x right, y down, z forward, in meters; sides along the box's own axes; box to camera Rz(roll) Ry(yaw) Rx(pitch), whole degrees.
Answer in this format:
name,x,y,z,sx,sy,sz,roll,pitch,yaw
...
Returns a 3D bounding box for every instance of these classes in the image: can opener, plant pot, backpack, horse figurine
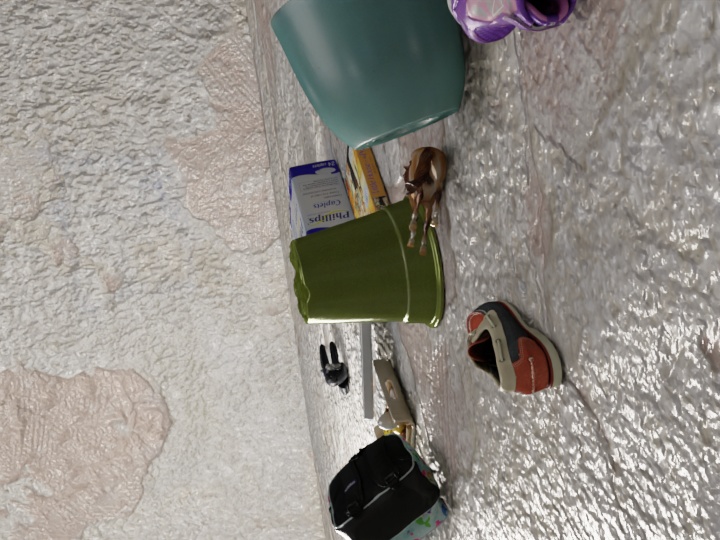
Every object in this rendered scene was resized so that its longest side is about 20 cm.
name,x,y,z,sx,sy,sz,roll,pitch,yaw
can opener,-0.074,0.235,2.213,0.200,0.063,0.079,-120,22,-60
plant pot,0.024,-0.227,0.965,0.201,0.200,0.162,176,73,-79
backpack,0.039,0.363,1.435,0.151,0.177,0.200,51,179,-18
plant pot,0.000,0.000,1.276,0.200,0.189,0.201,171,90,-79
horse figurine,0.078,-0.103,1.114,0.200,0.050,0.133,90,-175,-76

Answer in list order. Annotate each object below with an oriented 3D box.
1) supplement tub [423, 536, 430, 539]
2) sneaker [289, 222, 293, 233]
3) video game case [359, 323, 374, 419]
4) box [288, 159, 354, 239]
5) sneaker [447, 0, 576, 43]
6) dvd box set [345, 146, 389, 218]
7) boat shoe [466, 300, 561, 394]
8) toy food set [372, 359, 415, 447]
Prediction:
name,x,y,z,sx,sy,sz,roll,pitch,yaw
supplement tub,0.058,0.518,1.630,0.200,0.122,0.123,127,132,-76
sneaker,-0.127,-0.101,2.146,0.200,0.075,0.100,102,156,-64
video game case,0.011,0.169,1.670,0.182,0.022,0.201,106,163,-88
box,-0.080,-0.090,1.837,0.184,0.104,0.201,94,162,-54
sneaker,0.130,-0.225,0.709,0.200,0.080,0.089,126,125,-74
dvd box set,0.012,-0.124,1.524,0.147,0.029,0.201,96,161,-55
boat shoe,0.145,0.081,0.936,0.200,0.062,0.072,-132,31,-72
toy food set,0.049,0.280,1.619,0.144,0.060,0.201,-112,16,-46
